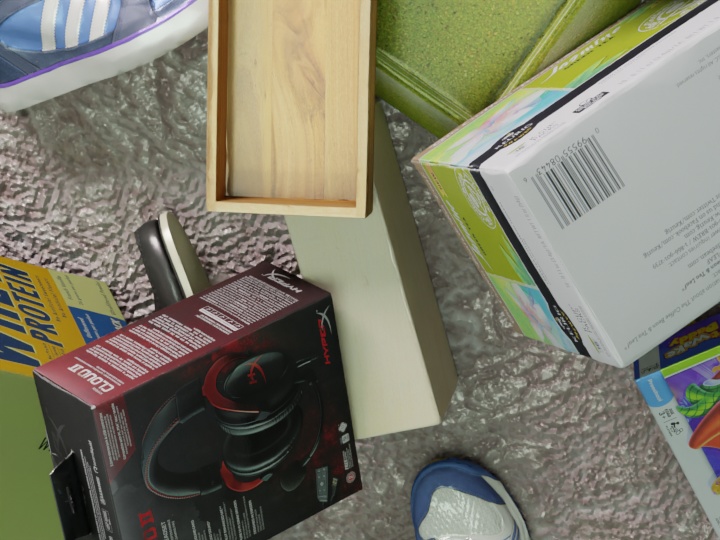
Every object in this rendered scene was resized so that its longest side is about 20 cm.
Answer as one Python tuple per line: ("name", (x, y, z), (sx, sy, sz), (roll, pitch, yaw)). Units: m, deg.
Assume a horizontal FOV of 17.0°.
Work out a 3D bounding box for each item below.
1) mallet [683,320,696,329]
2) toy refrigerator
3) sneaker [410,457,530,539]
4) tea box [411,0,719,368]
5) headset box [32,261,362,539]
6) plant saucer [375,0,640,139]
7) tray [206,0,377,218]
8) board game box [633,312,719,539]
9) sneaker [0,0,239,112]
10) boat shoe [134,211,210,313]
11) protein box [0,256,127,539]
("mallet", (0.213, 0.028, 1.529), (0.066, 0.041, 0.200), (-42, 102, 19))
("toy refrigerator", (0.000, 0.000, 1.538), (0.070, 0.076, 0.200), (-12, 107, 15))
("sneaker", (0.078, 0.224, 1.596), (0.075, 0.088, 0.200), (-11, 105, 17))
("tea box", (0.164, -0.060, 1.383), (0.200, 0.197, 0.134), (-34, 101, -10))
("headset box", (-0.106, 0.104, 1.491), (0.075, 0.200, 0.149), (25, 131, 48))
("plant saucer", (0.061, -0.179, 1.476), (0.200, 0.048, 0.200), (35, 112, -2))
("tray", (-0.041, -0.134, 1.449), (0.099, 0.037, 0.200), (3, 99, 8))
("board game box", (0.275, 0.113, 1.521), (0.134, 0.045, 0.200), (-24, 111, 15))
("sneaker", (-0.183, -0.195, 1.501), (0.200, 0.081, 0.147), (-20, 109, 23))
("boat shoe", (-0.114, 0.059, 1.582), (0.063, 0.074, 0.202), (-14, 111, 7))
("protein box", (-0.270, 0.103, 1.549), (0.198, 0.135, 0.200), (15, 118, -37))
